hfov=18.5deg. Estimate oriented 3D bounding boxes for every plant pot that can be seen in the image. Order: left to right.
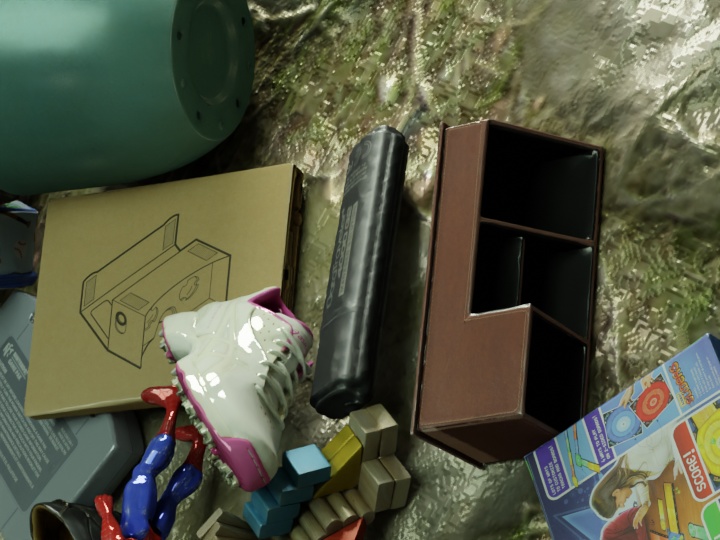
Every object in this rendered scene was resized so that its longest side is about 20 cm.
[{"bbox_3d":[-0.171,-0.153,1.549,0.160,0.201,0.201,1,69,25],"label":"plant pot"}]

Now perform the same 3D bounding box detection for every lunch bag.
[{"bbox_3d":[-0.347,-0.026,1.661,0.200,0.160,0.076,11,104,48],"label":"lunch bag"}]

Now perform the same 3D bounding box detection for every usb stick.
[{"bbox_3d":[0.000,0.000,1.403,0.055,0.032,0.201,-41,34,52],"label":"usb stick"}]

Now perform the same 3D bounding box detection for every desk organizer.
[{"bbox_3d":[0.089,0.009,1.308,0.077,0.072,0.201,-11,62,37],"label":"desk organizer"}]

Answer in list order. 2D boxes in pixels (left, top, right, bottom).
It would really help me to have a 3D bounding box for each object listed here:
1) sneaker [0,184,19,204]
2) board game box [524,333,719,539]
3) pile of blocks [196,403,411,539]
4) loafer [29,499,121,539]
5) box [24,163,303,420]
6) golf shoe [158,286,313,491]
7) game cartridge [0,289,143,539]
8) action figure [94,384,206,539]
[{"bbox_3d":[-0.274,-0.117,1.602,0.075,0.116,0.200,-2,45,26],"label":"sneaker"},{"bbox_3d":[0.173,0.151,1.181,0.135,0.034,0.201,-36,49,25],"label":"board game box"},{"bbox_3d":[-0.043,0.170,1.341,0.200,0.082,0.062,-51,44,10],"label":"pile of blocks"},{"bbox_3d":[-0.176,0.238,1.437,0.073,0.072,0.200,-40,48,20],"label":"loafer"},{"bbox_3d":[-0.135,0.016,1.516,0.199,0.021,0.164,-7,65,25],"label":"box"},{"bbox_3d":[-0.069,0.065,1.367,0.091,0.076,0.200,-26,28,-1],"label":"golf shoe"},{"bbox_3d":[-0.229,0.107,1.581,0.134,0.040,0.200,-53,44,13],"label":"game cartridge"},{"bbox_3d":[-0.140,0.166,1.408,0.051,0.066,0.200,-12,41,22],"label":"action figure"}]
